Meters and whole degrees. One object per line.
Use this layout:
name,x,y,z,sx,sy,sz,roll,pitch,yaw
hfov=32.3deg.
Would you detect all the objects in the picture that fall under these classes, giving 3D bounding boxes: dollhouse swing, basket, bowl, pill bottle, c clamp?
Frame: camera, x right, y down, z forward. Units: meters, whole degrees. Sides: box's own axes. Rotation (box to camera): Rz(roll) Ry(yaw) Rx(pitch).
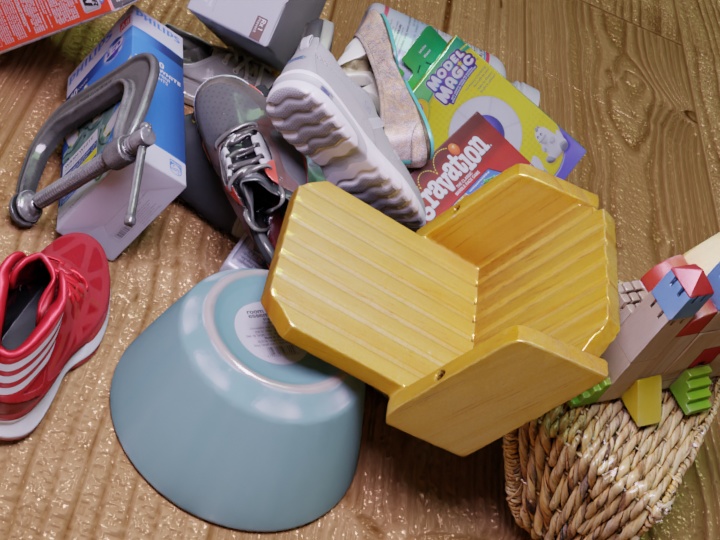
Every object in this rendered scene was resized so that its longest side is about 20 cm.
dollhouse swing,0.059,-0.009,0.887,0.176,0.181,0.201,42,34,-22
basket,0.180,0.121,0.985,0.148,0.143,0.200,37,45,7
bowl,-0.074,0.077,0.912,0.198,0.106,0.202,18,40,-15
pill bottle,0.080,-0.189,1.290,0.198,0.109,0.109,24,39,-8
c clamp,-0.216,-0.090,0.960,0.027,0.199,0.173,33,56,-35

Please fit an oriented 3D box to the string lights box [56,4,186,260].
string lights box,-0.198,-0.118,1.039,0.059,0.103,0.202,30,33,-33

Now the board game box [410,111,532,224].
board game box,0.088,-0.057,1.123,0.103,0.019,0.200,43,52,3

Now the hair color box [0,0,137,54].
hair color box,-0.256,-0.243,1.077,0.111,0.198,0.065,-41,116,-50

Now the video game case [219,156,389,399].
video game case,0.000,0.000,1.066,0.199,0.023,0.183,36,45,-5

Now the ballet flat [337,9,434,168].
ballet flat,0.012,-0.170,1.147,0.066,0.069,0.201,-12,47,-6

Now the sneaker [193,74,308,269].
sneaker,-0.078,-0.079,0.983,0.201,0.077,0.082,59,5,16

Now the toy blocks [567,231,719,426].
toy blocks,0.246,0.026,0.903,0.198,0.137,0.101,-7,55,-33

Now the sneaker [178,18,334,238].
sneaker,-0.101,-0.138,1.065,0.105,0.202,0.075,26,3,-2

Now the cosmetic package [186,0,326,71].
cosmetic package,-0.087,-0.254,1.154,0.089,0.108,0.200,25,1,5

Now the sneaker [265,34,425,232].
sneaker,0.003,-0.103,0.996,0.201,0.074,0.083,54,41,-43

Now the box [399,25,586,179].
box,0.110,-0.137,1.217,0.199,0.118,0.048,39,-4,-4

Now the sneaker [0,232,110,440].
sneaker,-0.213,0.016,0.882,0.077,0.116,0.201,21,40,-10

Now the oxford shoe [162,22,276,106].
oxford shoe,-0.120,-0.183,1.202,0.198,0.058,0.076,20,35,-16
